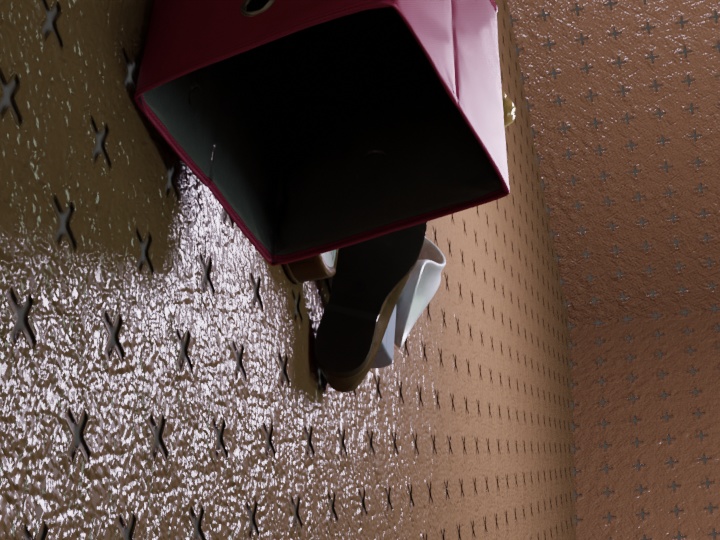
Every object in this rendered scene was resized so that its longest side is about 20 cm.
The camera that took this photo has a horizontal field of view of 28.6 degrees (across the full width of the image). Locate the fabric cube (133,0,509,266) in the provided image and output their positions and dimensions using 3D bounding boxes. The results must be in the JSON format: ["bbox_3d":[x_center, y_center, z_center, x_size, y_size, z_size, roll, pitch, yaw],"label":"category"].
[{"bbox_3d":[-0.019,-0.159,1.005,0.200,0.195,0.200,52,31,-44],"label":"fabric cube"}]

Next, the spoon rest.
[{"bbox_3d":[0.063,0.014,1.614,0.200,0.060,0.100,-76,179,-62],"label":"spoon rest"}]

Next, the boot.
[{"bbox_3d":[0.008,0.021,1.329,0.076,0.073,0.201,82,29,-62],"label":"boot"}]

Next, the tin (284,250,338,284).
[{"bbox_3d":[-0.057,-0.080,1.223,0.112,0.042,0.201,-89,165,-49],"label":"tin"}]

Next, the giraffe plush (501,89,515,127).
[{"bbox_3d":[0.086,-0.215,1.719,0.163,0.172,0.200,61,24,3],"label":"giraffe plush"}]

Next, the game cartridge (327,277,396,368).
[{"bbox_3d":[0.000,0.000,1.432,0.201,0.040,0.134,70,22,-44],"label":"game cartridge"}]
